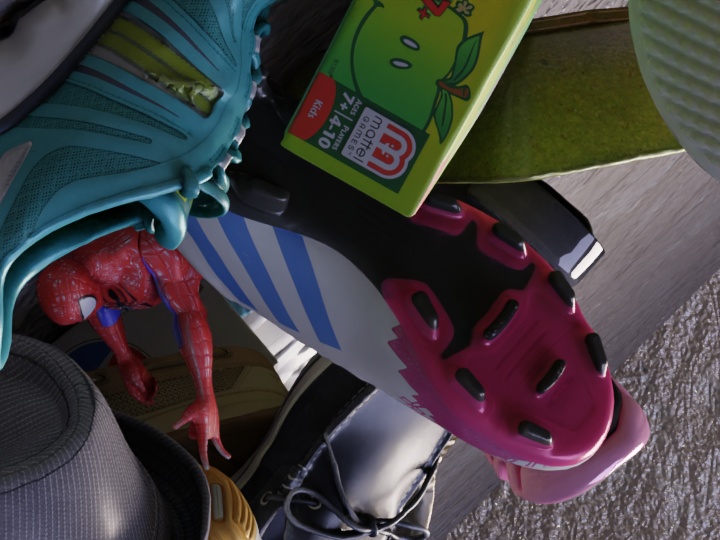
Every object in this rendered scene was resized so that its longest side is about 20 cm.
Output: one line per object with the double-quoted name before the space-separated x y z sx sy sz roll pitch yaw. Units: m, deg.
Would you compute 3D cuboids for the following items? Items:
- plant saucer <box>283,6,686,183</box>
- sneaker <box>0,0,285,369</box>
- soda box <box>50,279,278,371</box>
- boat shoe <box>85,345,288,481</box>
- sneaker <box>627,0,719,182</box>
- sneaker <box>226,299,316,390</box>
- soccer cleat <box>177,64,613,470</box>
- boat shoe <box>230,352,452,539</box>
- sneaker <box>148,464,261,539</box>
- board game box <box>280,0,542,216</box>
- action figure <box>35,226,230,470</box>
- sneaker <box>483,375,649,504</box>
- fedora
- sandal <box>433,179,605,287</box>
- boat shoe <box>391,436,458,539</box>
"plant saucer" 0.079 -0.071 1.025 0.200 0.048 0.200 -11 -173 -31
"sneaker" -0.063 -0.047 0.795 0.200 0.080 0.078 -41 170 -11
"soda box" -0.131 0.081 1.108 0.200 0.068 0.064 -39 173 -17
"boat shoe" -0.121 0.075 1.048 0.200 0.065 0.071 -9 130 -18
"sneaker" 0.135 -0.132 0.897 0.073 0.201 0.114 -6 -168 32
"sneaker" -0.037 0.037 1.256 0.076 0.081 0.200 -39 169 -6
"soccer cleat" 0.000 0.000 0.940 0.070 0.200 0.086 -55 -170 -26
"boat shoe" -0.011 0.088 1.021 0.075 0.062 0.200 27 112 -42
"sneaker" -0.129 0.133 0.977 0.200 0.088 0.076 -8 -146 10
"board game box" 0.050 -0.123 0.810 0.200 0.048 0.102 -61 177 25
"action figure" -0.054 0.016 1.023 0.065 0.099 0.200 -5 -176 32
"sneaker" 0.044 0.022 1.156 0.079 0.095 0.200 -39 -148 -16
"fedora" -0.152 0.086 0.895 0.200 0.177 0.090 -15 127 2
"sandal" 0.071 -0.025 1.110 0.043 0.076 0.200 -49 -171 -3
"boat shoe" 0.009 0.048 1.088 0.072 0.066 0.201 4 128 -16
